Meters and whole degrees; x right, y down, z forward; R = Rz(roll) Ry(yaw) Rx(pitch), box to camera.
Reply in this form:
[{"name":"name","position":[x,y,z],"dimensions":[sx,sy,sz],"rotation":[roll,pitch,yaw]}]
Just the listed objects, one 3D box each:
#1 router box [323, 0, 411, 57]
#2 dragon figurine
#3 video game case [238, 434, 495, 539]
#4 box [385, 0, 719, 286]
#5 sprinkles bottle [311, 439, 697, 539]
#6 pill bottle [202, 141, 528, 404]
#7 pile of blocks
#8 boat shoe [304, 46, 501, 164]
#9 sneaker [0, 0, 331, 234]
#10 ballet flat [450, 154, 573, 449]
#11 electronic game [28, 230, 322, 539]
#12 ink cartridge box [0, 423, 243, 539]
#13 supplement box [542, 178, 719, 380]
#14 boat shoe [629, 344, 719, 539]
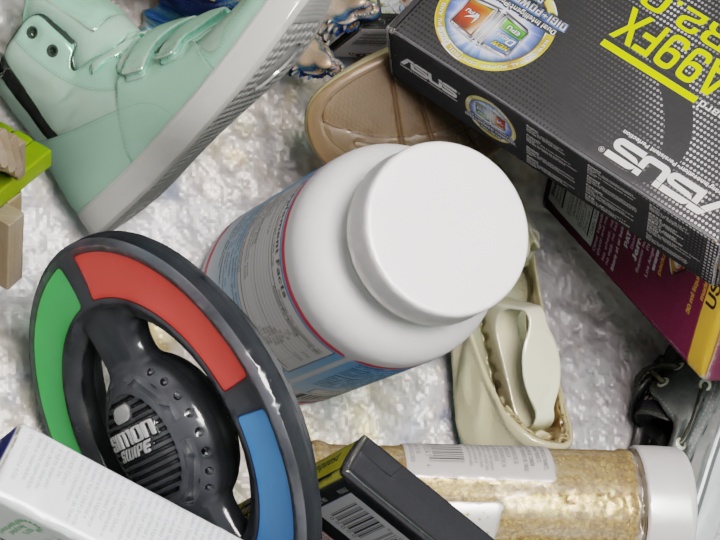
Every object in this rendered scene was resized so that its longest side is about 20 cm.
[{"name":"router box","position":[0.071,-0.195,1.185],"dimensions":[0.200,0.051,0.149],"rotation":[-1,78,-25]},{"name":"dragon figurine","position":[-0.092,-0.150,1.099],"dimensions":[0.200,0.099,0.059],"rotation":[13,72,19]},{"name":"video game case","position":[0.028,0.171,1.020],"dimensions":[0.200,0.181,0.026],"rotation":[40,56,-12]},{"name":"box","position":[0.139,-0.109,1.024],"dimensions":[0.200,0.044,0.160],"rotation":[36,69,20]},{"name":"sprinkles bottle","position":[0.070,0.123,1.087],"dimensions":[0.200,0.068,0.068],"rotation":[2,77,-8]},{"name":"pill bottle","position":[0.000,0.000,1.035],"dimensions":[0.109,0.200,0.109],"rotation":[5,77,-24]},{"name":"pile of blocks","position":[-0.188,-0.091,0.999],"dimensions":[0.062,0.082,0.200],"rotation":[-47,133,-40]},{"name":"boat shoe","position":[0.059,-0.100,1.107],"dimensions":[0.200,0.065,0.071],"rotation":[-18,108,-16]},{"name":"sneaker","position":[-0.107,-0.112,1.021],"dimensions":[0.118,0.200,0.074],"rotation":[51,37,1]},{"name":"ballet flat","position":[0.077,0.012,1.143],"dimensions":[0.069,0.069,0.200],"rotation":[-7,81,-25]},{"name":"electronic game","position":[-0.089,0.077,0.979],"dimensions":[0.042,0.200,0.200],"rotation":[-26,90,-37]},{"name":"ink cartridge box","position":[-0.104,0.150,0.956],"dimensions":[0.200,0.200,0.041],"rotation":[32,62,-15]},{"name":"supplement box","position":[0.202,-0.032,1.126],"dimensions":[0.131,0.200,0.103],"rotation":[1,119,-23]},{"name":"boat shoe","position":[0.179,0.082,1.173],"dimensions":[0.057,0.069,0.200],"rotation":[22,73,-18]}]
